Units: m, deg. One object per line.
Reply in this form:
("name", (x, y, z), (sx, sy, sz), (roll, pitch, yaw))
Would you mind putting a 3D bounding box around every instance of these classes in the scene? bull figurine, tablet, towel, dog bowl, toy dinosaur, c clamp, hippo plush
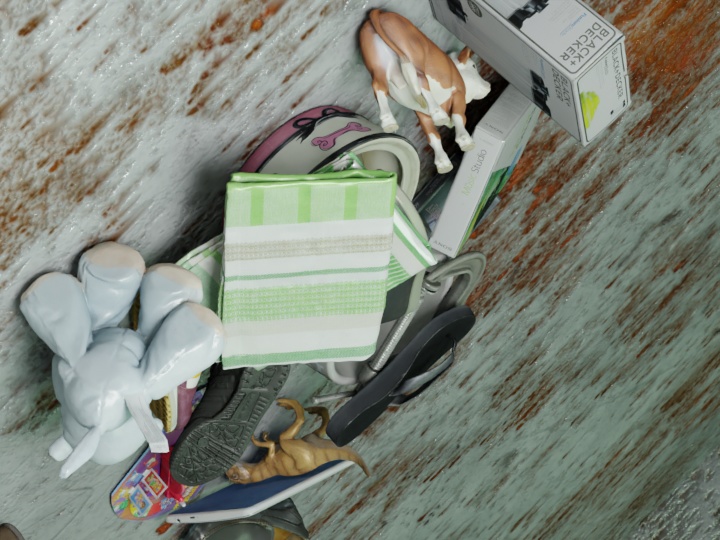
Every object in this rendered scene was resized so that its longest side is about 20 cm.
("bull figurine", (0.061, -0.165, 1.448), (0.065, 0.123, 0.199), (-25, 155, 25))
("tablet", (-0.106, 0.240, 1.758), (0.129, 0.014, 0.199), (-11, -176, 37))
("towel", (-0.050, -0.003, 1.386), (0.199, 0.024, 0.153), (-32, 130, 14))
("dog bowl", (-0.042, -0.063, 1.465), (0.199, 0.074, 0.201), (-36, 153, -22))
("dog bowl", (0.016, 0.036, 1.670), (0.199, 0.059, 0.201), (-35, 151, -22))
("toy dinosaur", (-0.056, 0.195, 1.744), (0.198, 0.107, 0.060), (-13, 150, 31))
("c clamp", (0.053, 0.061, 1.664), (0.170, 0.027, 0.201), (-3, 131, -55))
("towel", (-0.048, -0.002, 1.360), (0.147, 0.031, 0.202), (-3, 130, -13))
("hippo plush", (-0.192, 0.092, 1.346), (0.158, 0.202, 0.161), (-13, 153, -13))

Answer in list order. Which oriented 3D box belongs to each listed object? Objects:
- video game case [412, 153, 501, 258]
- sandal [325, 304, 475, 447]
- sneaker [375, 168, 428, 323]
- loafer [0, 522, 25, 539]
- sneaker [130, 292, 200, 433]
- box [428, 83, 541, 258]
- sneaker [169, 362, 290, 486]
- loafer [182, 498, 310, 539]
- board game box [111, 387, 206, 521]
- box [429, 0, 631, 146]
("video game case", (0.063, -0.027, 1.739), (0.200, 0.019, 0.143), (-48, 154, 4))
("sandal", (0.050, 0.117, 1.671), (0.200, 0.043, 0.076), (-43, 160, -8))
("sneaker", (0.000, 0.000, 1.450), (0.106, 0.075, 0.201), (-31, 148, -19))
("loafer", (-0.374, 0.323, 1.508), (0.071, 0.073, 0.201), (-2, 130, -57))
("sneaker", (-0.158, 0.073, 1.480), (0.090, 0.075, 0.201), (-27, 149, -25))
("box", (0.135, -0.118, 1.611), (0.200, 0.036, 0.145), (-50, 165, -53))
("sneaker", (-0.122, 0.111, 1.565), (0.060, 0.104, 0.200), (34, 100, -24))
("loafer", (-0.127, 0.307, 1.864), (0.199, 0.072, 0.073), (-3, 132, -54))
("board game box", (-0.168, 0.202, 1.685), (0.200, 0.039, 0.158), (-51, 154, 9))
("box", (0.142, -0.211, 1.386), (0.060, 0.200, 0.117), (-42, 155, -8))
